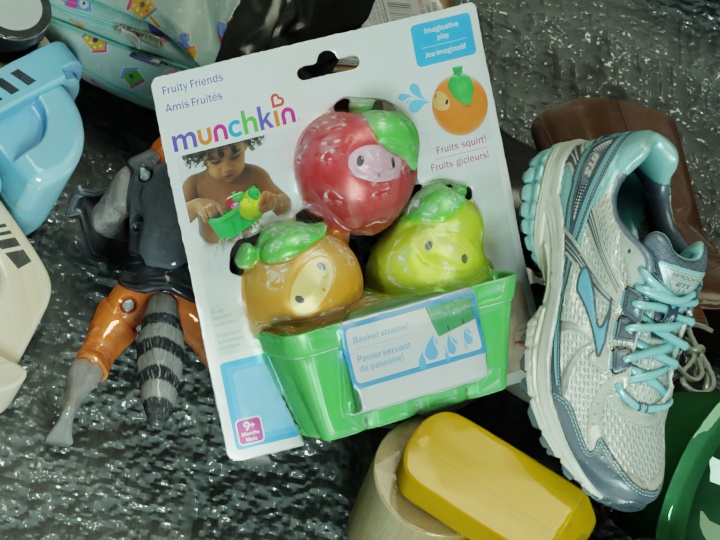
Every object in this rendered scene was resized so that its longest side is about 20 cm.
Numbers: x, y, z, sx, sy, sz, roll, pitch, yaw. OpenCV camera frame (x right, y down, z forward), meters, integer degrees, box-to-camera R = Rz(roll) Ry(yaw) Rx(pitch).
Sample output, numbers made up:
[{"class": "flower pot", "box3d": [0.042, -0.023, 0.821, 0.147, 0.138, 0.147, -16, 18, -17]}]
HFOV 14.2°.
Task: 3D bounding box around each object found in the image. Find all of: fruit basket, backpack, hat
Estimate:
[{"class": "fruit basket", "box3d": [0.000, -0.020, 1.471, 0.185, 0.200, 0.094, -14, 15, -22]}, {"class": "backpack", "box3d": [-0.105, -0.167, 1.659, 0.200, 0.127, 0.167, 20, 60, 21]}, {"class": "hat", "box3d": [0.148, 0.103, 1.588, 0.176, 0.200, 0.166, 19, 64, 41]}]

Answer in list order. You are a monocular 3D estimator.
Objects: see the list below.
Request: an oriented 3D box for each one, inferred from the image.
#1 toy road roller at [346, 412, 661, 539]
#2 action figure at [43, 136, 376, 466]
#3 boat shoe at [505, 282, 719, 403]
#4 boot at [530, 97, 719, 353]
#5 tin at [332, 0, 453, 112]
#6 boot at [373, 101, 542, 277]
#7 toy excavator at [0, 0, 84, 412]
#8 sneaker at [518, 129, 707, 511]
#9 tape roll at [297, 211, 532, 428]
[{"class": "toy road roller", "box3d": [0.066, 0.184, 1.464, 0.200, 0.123, 0.146, 34, 58, 9]}, {"class": "action figure", "box3d": [-0.072, 0.003, 1.541, 0.200, 0.105, 0.194, 3, 75, 8]}, {"class": "boat shoe", "box3d": [0.161, 0.059, 1.623, 0.200, 0.062, 0.075, 23, 24, -21]}, {"class": "boot", "box3d": [0.210, -0.029, 1.753, 0.186, 0.064, 0.200, 3, 45, -22]}, {"class": "tin", "box3d": [-0.033, -0.149, 1.777, 0.200, 0.042, 0.112, 2, 45, -19]}, {"class": "boot", "box3d": [0.077, -0.055, 1.621, 0.150, 0.073, 0.200, 27, 14, 6]}, {"class": "toy excavator", "box3d": [-0.203, -0.038, 1.580, 0.194, 0.100, 0.200, -33, 76, -38]}, {"class": "sneaker", "box3d": [0.132, 0.020, 1.458, 0.078, 0.086, 0.200, 13, 63, -45]}, {"class": "tape roll", "box3d": [0.000, 0.000, 1.656, 0.202, 0.037, 0.203, 11, 48, -13]}]
